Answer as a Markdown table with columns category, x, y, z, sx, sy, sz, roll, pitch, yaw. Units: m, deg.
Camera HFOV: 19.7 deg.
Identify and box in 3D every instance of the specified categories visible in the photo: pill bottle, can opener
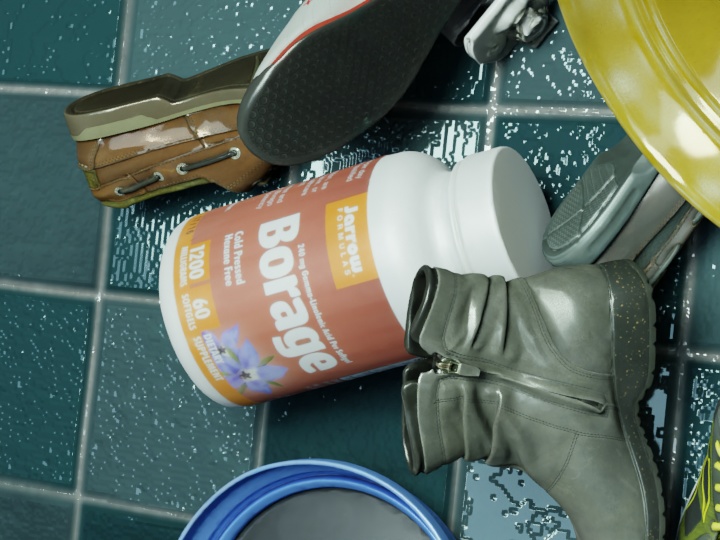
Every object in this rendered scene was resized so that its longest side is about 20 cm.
| category | x | y | z | sx | sy | sz | roll | pitch | yaw |
| --- | --- | --- | --- | --- | --- | --- | --- | --- | --- |
| pill bottle | 0.000 | 0.000 | 1.128 | 0.200 | 0.112 | 0.113 | -17 | 78 | 25 |
| can opener | 0.114 | -0.198 | 1.122 | 0.067 | 0.053 | 0.200 | 44 | 103 | 24 |

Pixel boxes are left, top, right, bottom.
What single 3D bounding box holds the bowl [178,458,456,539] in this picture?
| category | x | y | z | sx | sy | sz | roll | pitch | yaw |
| --- | --- | --- | --- | --- | --- | --- | --- | --- | --- |
| bowl | -0.022 | 0.206 | 1.161 | 0.200 | 0.039 | 0.201 | -3 | 83 | 27 |

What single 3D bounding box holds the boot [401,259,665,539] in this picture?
| category | x | y | z | sx | sy | sz | roll | pitch | yaw |
| --- | --- | --- | --- | --- | --- | --- | --- | --- | --- |
| boot | 0.082 | 0.091 | 1.056 | 0.130 | 0.068 | 0.201 | -6 | 98 | -13 |

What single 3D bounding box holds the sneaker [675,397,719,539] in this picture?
| category | x | y | z | sx | sy | sz | roll | pitch | yaw |
| --- | --- | --- | --- | --- | --- | --- | --- | --- | --- |
| sneaker | 0.194 | 0.103 | 1.035 | 0.074 | 0.085 | 0.201 | 17 | 93 | 28 |

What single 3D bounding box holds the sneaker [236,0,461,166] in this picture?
| category | x | y | z | sx | sy | sz | roll | pitch | yaw |
| --- | --- | --- | --- | --- | --- | --- | --- | --- | --- |
| sneaker | -0.001 | -0.146 | 1.139 | 0.201 | 0.067 | 0.108 | -49 | 25 | 0 |

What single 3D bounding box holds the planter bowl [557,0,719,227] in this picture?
| category | x | y | z | sx | sy | sz | roll | pitch | yaw |
| --- | --- | --- | --- | --- | --- | --- | --- | --- | --- |
| planter bowl | 0.182 | -0.109 | 0.959 | 0.083 | 0.201 | 0.200 | -35 | 68 | -13 |

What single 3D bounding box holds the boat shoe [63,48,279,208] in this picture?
| category | x | y | z | sx | sy | sz | roll | pitch | yaw |
| --- | --- | --- | --- | --- | --- | --- | --- | --- | --- |
| boat shoe | -0.069 | -0.083 | 1.203 | 0.199 | 0.072 | 0.068 | -8 | 111 | 18 |

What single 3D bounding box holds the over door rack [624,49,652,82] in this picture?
| category | x | y | z | sx | sy | sz | roll | pitch | yaw |
| --- | --- | --- | --- | --- | --- | --- | --- | --- | --- |
| over door rack | 0.171 | -0.201 | 1.019 | 0.200 | 0.148 | 0.067 | -39 | 27 | 3 |

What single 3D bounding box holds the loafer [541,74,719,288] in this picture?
| category | x | y | z | sx | sy | sz | roll | pitch | yaw |
| --- | --- | --- | --- | --- | --- | --- | --- | --- | --- |
| loafer | 0.179 | -0.068 | 1.080 | 0.063 | 0.072 | 0.200 | 37 | 102 | -20 |
